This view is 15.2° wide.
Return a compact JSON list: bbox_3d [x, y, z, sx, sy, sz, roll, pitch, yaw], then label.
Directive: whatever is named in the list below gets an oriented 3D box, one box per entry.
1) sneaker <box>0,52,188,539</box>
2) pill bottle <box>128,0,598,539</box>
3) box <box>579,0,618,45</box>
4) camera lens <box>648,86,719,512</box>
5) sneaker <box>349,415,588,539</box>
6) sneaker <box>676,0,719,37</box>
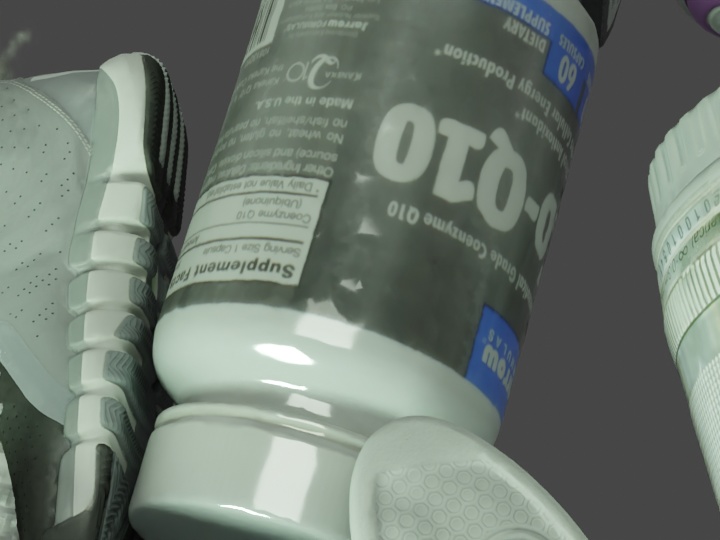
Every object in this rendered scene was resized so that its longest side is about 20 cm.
[{"bbox_3d":[-0.121,0.021,0.883,0.115,0.075,0.201,-1,57,8],"label":"sneaker"},{"bbox_3d":[0.000,0.000,0.855,0.113,0.114,0.201,13,69,8],"label":"pill bottle"},{"bbox_3d":[0.006,-0.171,0.915,0.199,0.122,0.106,19,70,11],"label":"box"},{"bbox_3d":[0.180,0.041,0.803,0.159,0.160,0.201,-14,67,-3],"label":"camera lens"},{"bbox_3d":[0.048,0.139,0.793,0.071,0.099,0.200,-31,85,-19],"label":"sneaker"},{"bbox_3d":[0.209,-0.125,0.918,0.199,0.075,0.100,4,68,5],"label":"sneaker"}]
